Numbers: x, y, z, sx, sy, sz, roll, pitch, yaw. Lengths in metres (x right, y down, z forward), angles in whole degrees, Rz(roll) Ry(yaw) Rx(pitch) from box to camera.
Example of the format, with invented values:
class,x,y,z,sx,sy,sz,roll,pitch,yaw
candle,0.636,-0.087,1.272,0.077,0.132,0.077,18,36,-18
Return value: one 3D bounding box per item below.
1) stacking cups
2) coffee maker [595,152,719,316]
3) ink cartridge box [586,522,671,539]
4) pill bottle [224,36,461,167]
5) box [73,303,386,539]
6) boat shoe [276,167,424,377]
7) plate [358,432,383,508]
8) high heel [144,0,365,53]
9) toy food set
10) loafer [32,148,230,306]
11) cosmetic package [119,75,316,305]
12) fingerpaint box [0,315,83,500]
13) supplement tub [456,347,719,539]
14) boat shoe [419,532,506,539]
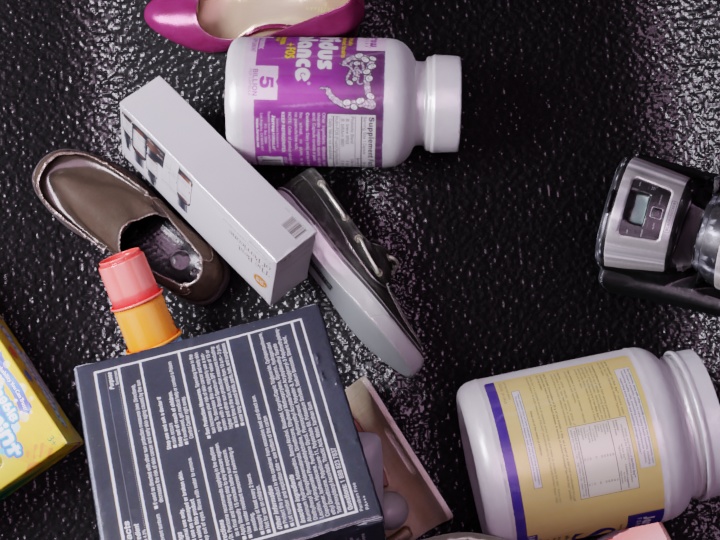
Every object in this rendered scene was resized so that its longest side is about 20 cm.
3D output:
class,x,y,z,sx,sy,sz,roll,pitch,yaw
stacking cups,-0.166,0.080,1.153,0.060,0.061,0.201,-21,104,-2
coffee maker,0.308,-0.008,1.149,0.199,0.192,0.135,16,61,23
ink cartridge box,0.224,0.328,1.160,0.162,0.050,0.201,-28,81,-2
pill bottle,-0.013,-0.146,1.182,0.199,0.112,0.113,1,84,1
box,-0.098,0.157,1.040,0.197,0.124,0.201,-13,52,-6
boat shoe,0.000,0.000,1.186,0.064,0.071,0.200,-38,93,-18
plate,-0.077,0.239,1.130,0.199,0.032,0.201,-3,94,3
high heel,-0.095,-0.234,1.201,0.199,0.096,0.068,-2,84,0
toy food set,-0.041,0.205,1.170,0.199,0.060,0.144,-33,85,-3
loafer,-0.200,-0.045,1.194,0.199,0.071,0.073,32,85,4
cosmetic package,-0.125,-0.067,1.169,0.051,0.083,0.200,-39,73,-22
fingerpaint box,-0.365,0.113,1.177,0.166,0.073,0.200,-34,85,-3
supplement tub,0.189,0.145,1.132,0.199,0.145,0.146,-11,84,0
boat shoe,0.052,0.249,1.085,0.200,0.061,0.072,1,67,-2
